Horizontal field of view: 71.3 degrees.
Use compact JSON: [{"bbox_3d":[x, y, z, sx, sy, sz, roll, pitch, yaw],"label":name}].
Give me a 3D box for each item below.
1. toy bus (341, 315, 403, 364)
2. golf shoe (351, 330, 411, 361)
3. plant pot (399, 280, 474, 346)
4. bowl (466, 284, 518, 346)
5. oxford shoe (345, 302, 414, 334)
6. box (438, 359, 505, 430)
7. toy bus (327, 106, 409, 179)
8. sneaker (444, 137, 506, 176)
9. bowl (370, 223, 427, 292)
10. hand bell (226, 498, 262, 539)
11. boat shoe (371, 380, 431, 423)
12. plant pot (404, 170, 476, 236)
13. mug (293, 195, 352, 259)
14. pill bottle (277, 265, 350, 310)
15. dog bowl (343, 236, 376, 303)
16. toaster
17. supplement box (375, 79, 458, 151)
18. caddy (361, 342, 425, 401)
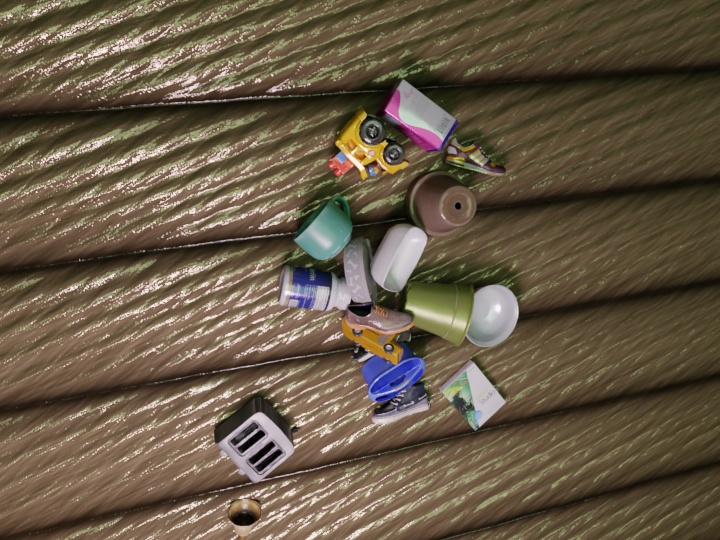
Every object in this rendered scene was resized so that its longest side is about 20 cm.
[{"bbox_3d":[0.037,0.194,1.472,0.200,0.065,0.078,26,56,22],"label":"toy bus"},{"bbox_3d":[0.069,0.232,1.547,0.200,0.077,0.088,-34,114,-5],"label":"golf shoe"},{"bbox_3d":[0.220,0.110,1.516,0.189,0.200,0.201,14,96,-4],"label":"plant pot"},{"bbox_3d":[0.391,0.133,1.594,0.201,0.090,0.202,-4,103,-18],"label":"bowl"},{"bbox_3d":[0.054,0.133,1.431,0.199,0.071,0.073,1,140,3],"label":"oxford shoe"},{"bbox_3d":[0.374,0.416,1.671,0.144,0.036,0.200,-42,105,-4],"label":"box"},{"bbox_3d":[0.012,-0.326,1.414,0.192,0.136,0.200,-43,109,10],"label":"toy bus"},{"bbox_3d":[0.357,-0.343,1.515,0.199,0.075,0.090,9,102,-16],"label":"sneaker"},{"bbox_3d":[0.105,-0.044,1.465,0.075,0.200,0.200,30,94,22],"label":"bowl"},{"bbox_3d":[-0.364,0.821,1.549,0.104,0.104,0.201,4,111,-14],"label":"hand bell"},{"bbox_3d":[0.123,0.414,1.598,0.200,0.075,0.093,-13,96,-19],"label":"boat shoe"},{"bbox_3d":[0.250,-0.194,1.464,0.200,0.175,0.201,-2,99,-13],"label":"plant pot"},{"bbox_3d":[-0.085,-0.116,1.404,0.114,0.152,0.185,43,91,-14],"label":"mug"},{"bbox_3d":[-0.131,0.055,1.444,0.199,0.116,0.116,9,97,-16],"label":"pill bottle"},{"bbox_3d":[0.000,0.000,1.432,0.059,0.200,0.201,-7,102,10],"label":"dog bowl"},{"bbox_3d":[-0.302,0.493,1.477,0.200,0.119,0.181,-38,107,-5],"label":"toaster"},{"bbox_3d":[0.160,-0.438,1.437,0.200,0.103,0.101,32,92,-18],"label":"supplement box"},{"bbox_3d":[0.101,0.317,1.525,0.200,0.105,0.142,-31,136,-6],"label":"caddy"}]
